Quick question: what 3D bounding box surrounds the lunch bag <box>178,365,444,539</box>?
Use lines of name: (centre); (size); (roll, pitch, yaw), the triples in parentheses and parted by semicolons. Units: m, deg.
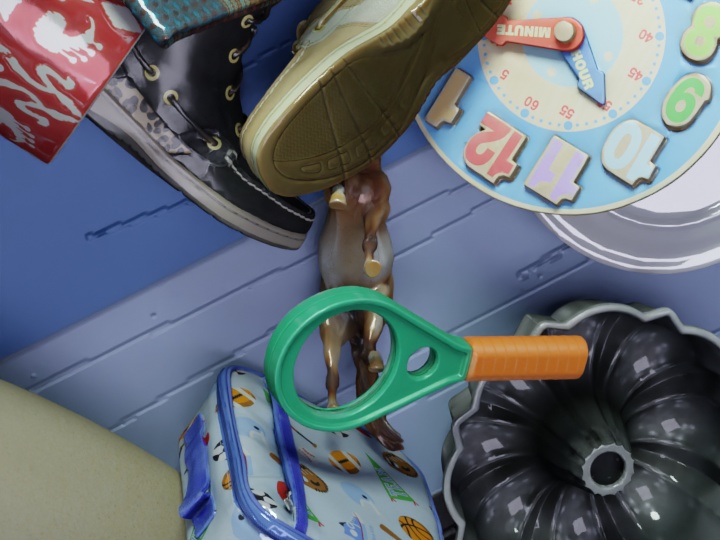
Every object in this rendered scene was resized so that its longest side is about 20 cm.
lunch bag: (-0.030, 0.139, 1.316); (0.160, 0.200, 0.076); (32, 106, -20)

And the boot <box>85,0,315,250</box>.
boot: (-0.072, -0.119, 1.302); (0.200, 0.073, 0.151); (38, 95, -14)

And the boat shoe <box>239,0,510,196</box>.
boat shoe: (0.001, -0.117, 1.274); (0.200, 0.066, 0.074); (-43, 135, -24)

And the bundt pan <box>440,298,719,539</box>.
bundt pan: (0.137, 0.106, 1.410); (0.200, 0.076, 0.204); (-4, 107, -11)

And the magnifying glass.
magnifying glass: (0.038, 0.048, 1.291); (0.199, 0.022, 0.080); (1, 113, -29)

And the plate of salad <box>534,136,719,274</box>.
plate of salad: (0.175, -0.099, 1.370); (0.198, 0.048, 0.202); (-1, 99, -7)

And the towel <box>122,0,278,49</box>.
towel: (-0.120, -0.206, 1.197); (0.200, 0.146, 0.022); (52, 129, 7)

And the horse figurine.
horse figurine: (0.000, 0.000, 1.336); (0.049, 0.133, 0.202); (0, 117, 2)

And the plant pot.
plant pot: (-0.195, 0.144, 1.306); (0.199, 0.187, 0.189); (11, 104, -30)

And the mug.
mug: (-0.209, -0.156, 1.203); (0.199, 0.177, 0.134); (35, 86, -7)

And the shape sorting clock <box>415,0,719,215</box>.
shape sorting clock: (0.117, -0.131, 1.314); (0.198, 0.039, 0.202); (0, 89, 15)
